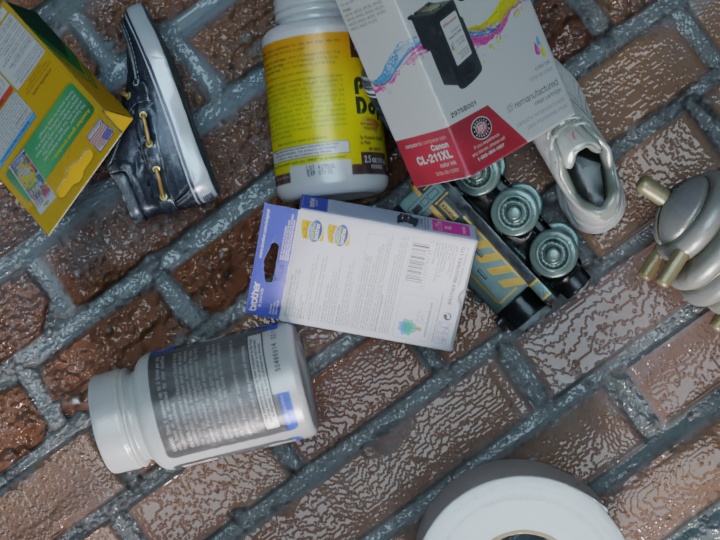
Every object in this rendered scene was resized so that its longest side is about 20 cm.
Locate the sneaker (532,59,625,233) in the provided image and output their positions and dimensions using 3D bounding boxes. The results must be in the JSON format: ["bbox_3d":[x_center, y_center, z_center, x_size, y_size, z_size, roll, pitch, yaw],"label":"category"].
[{"bbox_3d":[0.196,-0.132,1.300,0.078,0.099,0.201,-31,87,1],"label":"sneaker"}]

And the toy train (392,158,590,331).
[{"bbox_3d":[0.124,-0.036,1.315,0.114,0.085,0.200,-43,90,14],"label":"toy train"}]

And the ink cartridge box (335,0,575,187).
[{"bbox_3d":[0.081,-0.196,1.209,0.145,0.083,0.201,-31,103,-30],"label":"ink cartridge box"}]

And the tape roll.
[{"bbox_3d":[0.147,0.281,1.272,0.201,0.139,0.205,0,89,3],"label":"tape roll"}]

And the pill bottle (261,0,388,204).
[{"bbox_3d":[-0.035,-0.168,1.307,0.108,0.109,0.202,-6,89,2],"label":"pill bottle"}]

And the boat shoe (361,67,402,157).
[{"bbox_3d":[0.083,-0.192,1.310,0.200,0.071,0.091,-41,121,-30],"label":"boat shoe"}]

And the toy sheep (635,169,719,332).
[{"bbox_3d":[0.334,-0.023,1.277,0.199,0.138,0.138,34,90,-14],"label":"toy sheep"}]

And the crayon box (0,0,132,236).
[{"bbox_3d":[-0.302,-0.141,1.304,0.200,0.051,0.126,46,107,23],"label":"crayon box"}]

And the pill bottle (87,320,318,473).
[{"bbox_3d":[-0.148,0.123,1.302,0.198,0.114,0.115,-13,88,2],"label":"pill bottle"}]

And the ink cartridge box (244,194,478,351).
[{"bbox_3d":[0.000,0.000,1.276,0.198,0.042,0.120,9,116,-6],"label":"ink cartridge box"}]

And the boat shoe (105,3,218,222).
[{"bbox_3d":[-0.212,-0.150,1.326,0.090,0.071,0.202,-20,89,1],"label":"boat shoe"}]
